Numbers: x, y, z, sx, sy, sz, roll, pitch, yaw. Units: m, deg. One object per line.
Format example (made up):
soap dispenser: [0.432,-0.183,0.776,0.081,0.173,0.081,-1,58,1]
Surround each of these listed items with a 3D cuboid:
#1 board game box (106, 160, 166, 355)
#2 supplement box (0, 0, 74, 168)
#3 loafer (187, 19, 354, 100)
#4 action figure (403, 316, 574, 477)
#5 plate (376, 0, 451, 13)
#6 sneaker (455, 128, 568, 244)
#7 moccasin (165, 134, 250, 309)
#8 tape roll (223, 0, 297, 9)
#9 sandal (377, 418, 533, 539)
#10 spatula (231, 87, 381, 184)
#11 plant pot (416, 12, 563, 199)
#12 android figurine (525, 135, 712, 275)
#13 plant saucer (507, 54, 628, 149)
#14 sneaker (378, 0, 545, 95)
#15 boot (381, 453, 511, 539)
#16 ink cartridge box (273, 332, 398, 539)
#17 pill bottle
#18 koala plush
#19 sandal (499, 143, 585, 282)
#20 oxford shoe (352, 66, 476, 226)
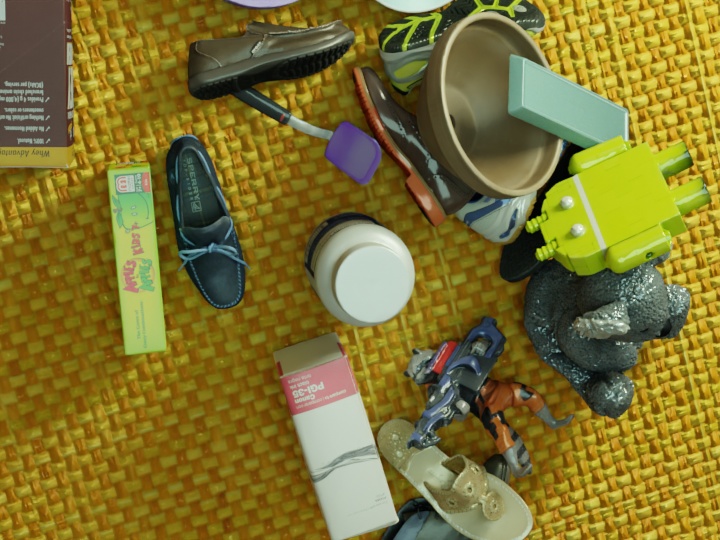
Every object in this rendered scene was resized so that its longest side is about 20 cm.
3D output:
board game box: [-0.248,-0.016,1.701,0.047,0.102,0.203,-5,98,-8]
supplement box: [-0.407,-0.214,1.635,0.194,0.133,0.203,0,98,-8]
loafer: [-0.103,-0.251,1.703,0.197,0.073,0.072,-16,79,-13]
action figure: [0.125,0.166,1.765,0.193,0.105,0.200,38,59,12]
plate: [0.065,-0.390,1.707,0.198,0.026,0.203,-11,115,-25]
sneaker: [0.177,-0.133,1.760,0.087,0.075,0.202,25,93,-10]
moccasin: [-0.182,-0.049,1.722,0.080,0.068,0.202,-21,100,-5]
tape roll: [-0.110,-0.392,1.688,0.197,0.066,0.203,-1,98,-9]
sandal: [0.102,0.244,1.759,0.211,0.070,0.078,36,85,16]
spatula: [-0.067,-0.167,1.742,0.198,0.021,0.057,28,118,-7]
plant pot: [0.126,-0.172,1.679,0.199,0.092,0.204,13,71,-42]
android figurine: [0.277,-0.069,1.670,0.198,0.183,0.041,-23,134,11]
plant saucer: [0.237,-0.180,1.712,0.199,0.019,0.071,19,68,-41]
sneaker: [0.116,-0.260,1.746,0.197,0.076,0.077,-14,130,-8]
boot: [0.098,0.290,1.806,0.096,0.075,0.202,28,95,-14]
ink cartridge box: [-0.030,0.187,1.737,0.082,0.147,0.203,-17,100,-4]
pill bottle: [0.000,0.000,1.688,0.109,0.200,0.113,-1,99,-8]
koala plush: [0.281,0.039,1.719,0.183,0.200,0.178,36,74,5]
sandal: [0.235,-0.065,1.782,0.048,0.075,0.202,33,92,-32]
oxford shoe: [0.059,-0.153,1.738,0.072,0.071,0.201,-32,96,0]
